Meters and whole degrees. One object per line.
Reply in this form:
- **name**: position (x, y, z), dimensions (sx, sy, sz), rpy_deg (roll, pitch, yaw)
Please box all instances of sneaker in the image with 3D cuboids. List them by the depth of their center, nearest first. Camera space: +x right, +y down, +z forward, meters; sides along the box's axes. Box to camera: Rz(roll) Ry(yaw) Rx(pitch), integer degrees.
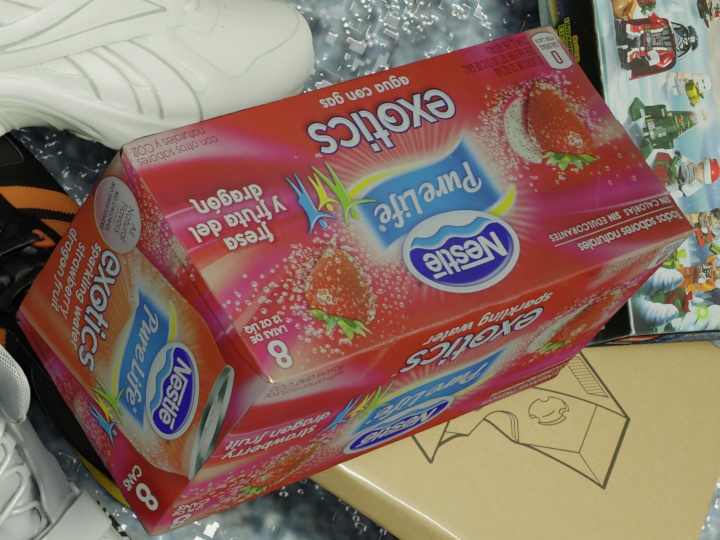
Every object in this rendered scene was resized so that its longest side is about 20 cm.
- **sneaker**: position (-0.132, 0.082, 0.987), dimensions (0.075, 0.115, 0.200), rpy_deg (-42, 94, -13)
- **sneaker**: position (-0.099, -0.096, 1.004), dimensions (0.199, 0.078, 0.100), rpy_deg (-3, 117, -33)
- **sneaker**: position (-0.113, 0.004, 1.013), dimensions (0.070, 0.090, 0.200), rpy_deg (-45, 95, -14)

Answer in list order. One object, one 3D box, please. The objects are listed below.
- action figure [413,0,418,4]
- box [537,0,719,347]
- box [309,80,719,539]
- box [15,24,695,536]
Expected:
- **action figure**: position (-0.010, -0.192, 1.073), dimensions (0.130, 0.069, 0.201), rpy_deg (-28, 95, -24)
- **box**: position (0.136, -0.074, 1.087), dimensions (0.136, 0.040, 0.201), rpy_deg (-3, 83, -32)
- **box**: position (0.043, 0.039, 1.040), dimensions (0.200, 0.021, 0.164), rpy_deg (35, 44, -8)
- **box**: position (0.000, 0.000, 0.953), dimensions (0.199, 0.100, 0.096), rpy_deg (-19, 68, -40)
